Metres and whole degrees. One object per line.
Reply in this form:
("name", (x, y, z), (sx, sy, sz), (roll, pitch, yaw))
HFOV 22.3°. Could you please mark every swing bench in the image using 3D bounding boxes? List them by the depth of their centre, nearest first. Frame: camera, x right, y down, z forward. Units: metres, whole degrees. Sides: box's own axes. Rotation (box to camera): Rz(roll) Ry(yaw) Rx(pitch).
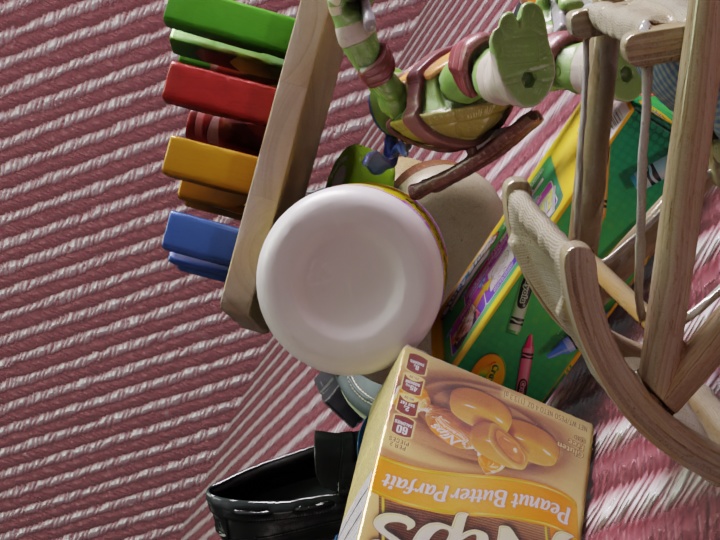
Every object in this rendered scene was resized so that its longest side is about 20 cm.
("swing bench", (0.136, -0.037, 0.749), (0.199, 0.129, 0.201), (-108, 40, -80))

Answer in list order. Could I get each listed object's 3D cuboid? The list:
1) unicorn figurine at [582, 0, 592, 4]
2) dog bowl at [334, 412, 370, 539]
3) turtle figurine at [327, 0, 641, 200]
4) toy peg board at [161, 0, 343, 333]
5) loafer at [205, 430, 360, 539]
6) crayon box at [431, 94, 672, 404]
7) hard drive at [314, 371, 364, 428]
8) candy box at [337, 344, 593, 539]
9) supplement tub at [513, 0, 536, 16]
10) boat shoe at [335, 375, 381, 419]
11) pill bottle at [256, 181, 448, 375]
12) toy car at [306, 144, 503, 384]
("unicorn figurine", (0.161, -0.159, 1.118), (0.138, 0.073, 0.201), (106, 156, -51))
("dog bowl", (0.042, 0.150, 1.012), (0.200, 0.111, 0.050), (-76, -2, -55))
("turtle figurine", (0.064, -0.146, 1.016), (0.194, 0.144, 0.201), (9, 70, 59))
("toy peg board", (-0.083, -0.074, 1.135), (0.200, 0.097, 0.201), (80, -155, -85))
("loafer", (-0.010, 0.139, 1.233), (0.199, 0.071, 0.068), (-23, 32, 13))
("crayon box", (0.115, -0.012, 1.043), (0.201, 0.058, 0.119), (-57, 9, 16))
("hard drive", (0.045, 0.033, 1.443), (0.200, 0.038, 0.140), (-49, 6, -1))
("candy box", (0.049, 0.140, 0.922), (0.201, 0.115, 0.055), (-74, 9, -50))
("supplement tub", (0.169, -0.219, 1.230), (0.200, 0.106, 0.107), (122, 169, -55))
("boat shoe", (-0.005, 0.040, 1.350), (0.073, 0.062, 0.200), (-37, 38, 9))
("pill bottle", (0.000, 0.000, 1.080), (0.200, 0.104, 0.105), (-48, -18, -85))
("toy car", (0.023, -0.017, 1.301), (0.159, 0.163, 0.200), (-66, 20, 9))
